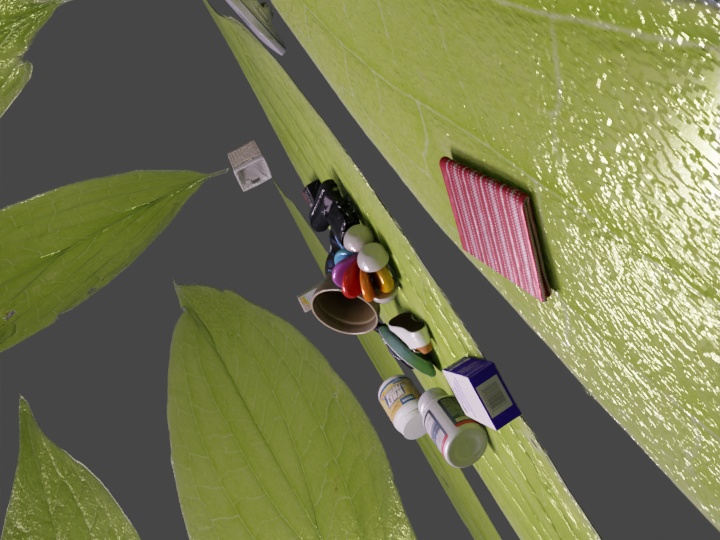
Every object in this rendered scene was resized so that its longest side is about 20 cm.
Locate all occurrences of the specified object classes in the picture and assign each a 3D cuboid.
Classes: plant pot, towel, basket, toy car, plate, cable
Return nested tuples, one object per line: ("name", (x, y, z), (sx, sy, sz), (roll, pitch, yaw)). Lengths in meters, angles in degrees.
("plant pot", (-0.026, 0.053, 1.817), (0.202, 0.195, 0.176), (69, -151, -44))
("towel", (0.166, -0.059, 0.801), (0.200, 0.022, 0.147), (46, 160, 60))
("basket", (-0.645, -0.607, 3.693), (0.163, 0.195, 0.201), (59, 173, 27))
("toy car", (0.000, 0.000, 1.641), (0.201, 0.148, 0.177), (54, 170, 46))
("plate", (0.133, 0.210, 1.722), (0.199, 0.026, 0.201), (37, -168, -9))
("cable", (0.104, 0.214, 1.840), (0.163, 0.051, 0.199), (43, -172, 22))

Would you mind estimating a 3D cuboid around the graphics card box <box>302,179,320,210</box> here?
("graphics card box", (-0.145, -0.235, 2.172), (0.128, 0.050, 0.200), (63, 174, -5))

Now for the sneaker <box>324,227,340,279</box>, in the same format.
("sneaker", (-0.068, -0.044, 2.055), (0.077, 0.074, 0.205), (49, -132, -70))

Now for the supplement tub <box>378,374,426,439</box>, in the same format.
("supplement tub", (0.162, 0.488, 2.290), (0.201, 0.143, 0.146), (52, 168, 50))

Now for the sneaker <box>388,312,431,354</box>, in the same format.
("sneaker", (0.128, 0.169, 1.659), (0.086, 0.072, 0.200), (66, 170, -15))

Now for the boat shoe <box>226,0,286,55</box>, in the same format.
("boat shoe", (-0.233, -0.587, 1.466), (0.199, 0.066, 0.072), (42, 180, -31))

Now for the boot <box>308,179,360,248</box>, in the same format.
("boot", (-0.070, -0.132, 1.753), (0.164, 0.072, 0.200), (58, 147, 28))

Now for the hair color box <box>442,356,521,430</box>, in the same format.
("hair color box", (0.230, 0.233, 1.237), (0.111, 0.064, 0.200), (61, 171, 1))

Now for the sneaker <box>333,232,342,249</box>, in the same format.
("sneaker", (-0.037, -0.085, 1.892), (0.083, 0.070, 0.202), (37, 158, 57))

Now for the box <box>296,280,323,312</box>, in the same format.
("box", (-0.287, 0.161, 3.961), (0.103, 0.197, 0.112), (62, 172, -11))

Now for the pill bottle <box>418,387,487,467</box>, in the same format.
("pill bottle", (0.224, 0.386, 1.606), (0.121, 0.118, 0.200), (65, 172, -29))
